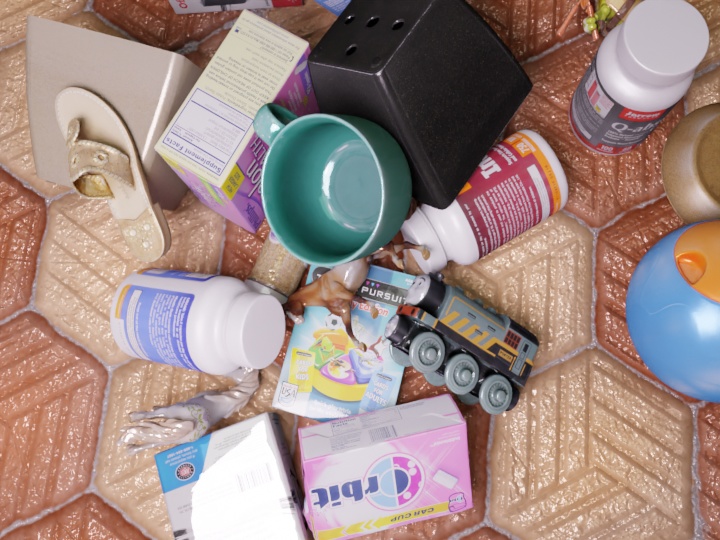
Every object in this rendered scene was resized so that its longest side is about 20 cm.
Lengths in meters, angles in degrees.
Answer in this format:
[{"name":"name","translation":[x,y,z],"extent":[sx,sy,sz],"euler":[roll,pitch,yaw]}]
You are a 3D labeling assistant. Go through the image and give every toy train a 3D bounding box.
[{"name":"toy train","translation":[0.121,0.088,0.795],"extent":[0.198,0.085,0.116],"euler":[32,79,-18]}]

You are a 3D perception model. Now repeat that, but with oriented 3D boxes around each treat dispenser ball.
[{"name":"treat dispenser ball","translation":[0.405,0.045,0.756],"extent":[0.195,0.201,0.207],"euler":[-1,77,2]}]

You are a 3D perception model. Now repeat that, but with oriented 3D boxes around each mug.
[{"name":"mug","translation":[-0.022,-0.105,0.731],"extent":[0.149,0.114,0.190],"euler":[-12,93,28]}]

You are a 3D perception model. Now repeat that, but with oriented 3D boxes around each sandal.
[{"name":"sandal","translation":[-0.284,-0.103,0.738],"extent":[0.076,0.070,0.215],"euler":[-24,101,17]}]

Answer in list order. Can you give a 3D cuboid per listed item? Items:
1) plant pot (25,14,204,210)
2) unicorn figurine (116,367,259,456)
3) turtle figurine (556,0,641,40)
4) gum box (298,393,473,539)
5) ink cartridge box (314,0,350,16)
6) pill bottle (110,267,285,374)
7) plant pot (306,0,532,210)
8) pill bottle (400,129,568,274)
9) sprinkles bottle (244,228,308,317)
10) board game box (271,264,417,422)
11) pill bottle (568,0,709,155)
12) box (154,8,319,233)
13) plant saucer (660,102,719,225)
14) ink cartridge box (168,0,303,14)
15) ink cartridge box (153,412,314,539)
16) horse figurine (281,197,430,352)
[{"name":"plant pot","translation":[-0.299,-0.181,0.848],"extent":[0.195,0.200,0.182],"euler":[15,93,6]},{"name":"unicorn figurine","translation":[-0.196,0.165,0.801],"extent":[0.134,0.201,0.075],"euler":[-18,105,12]},{"name":"turtle figurine","translation":[0.360,-0.347,0.914],"extent":[0.160,0.064,0.201],"euler":[39,73,2]},{"name":"gum box","translation":[0.024,0.227,0.764],"extent":[0.194,0.066,0.116],"euler":[-11,111,-7]},{"name":"ink cartridge box","translation":[-0.019,-0.416,0.878],"extent":[0.075,0.198,0.140],"euler":[-10,72,39]},{"name":"pill bottle","translation":[-0.190,0.061,0.790],"extent":[0.195,0.112,0.115],"euler":[6,76,30]},{"name":"plant pot","translation":[0.054,-0.227,0.799],"extent":[0.198,0.178,0.201],"euler":[27,76,43]},{"name":"pill bottle","translation":[0.150,-0.081,0.839],"extent":[0.197,0.113,0.115],"euler":[-31,78,-5]},{"name":"sprinkles bottle","translation":[-0.088,-0.040,0.865],"extent":[0.067,0.068,0.204],"euler":[22,79,7]},{"name":"board game box","translation":[-0.013,0.093,0.842],"extent":[0.147,0.047,0.205],"euler":[14,79,5]},{"name":"pill bottle","translation":[0.335,-0.232,0.820],"extent":[0.112,0.200,0.119],"euler":[-1,77,3]},{"name":"box","translation":[-0.139,-0.178,0.841],"extent":[0.095,0.176,0.203],"euler":[29,80,10]},{"name":"plant saucer","translation":[0.499,-0.133,0.875],"extent":[0.194,0.035,0.206],"euler":[-1,78,3]},{"name":"ink cartridge box","translation":[-0.184,-0.434,0.915],"extent":[0.194,0.144,0.086],"euler":[-1,77,5]},{"name":"ink cartridge box","translation":[-0.140,0.289,0.785],"extent":[0.142,0.084,0.205],"euler":[-18,78,-2]},{"name":"horse figurine","translation":[0.000,0.000,0.798],"extent":[0.131,0.050,0.202],"euler":[29,84,44]}]
